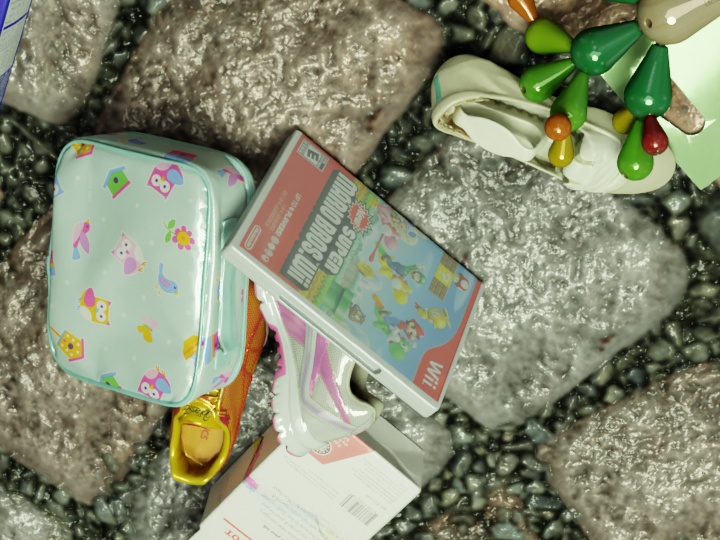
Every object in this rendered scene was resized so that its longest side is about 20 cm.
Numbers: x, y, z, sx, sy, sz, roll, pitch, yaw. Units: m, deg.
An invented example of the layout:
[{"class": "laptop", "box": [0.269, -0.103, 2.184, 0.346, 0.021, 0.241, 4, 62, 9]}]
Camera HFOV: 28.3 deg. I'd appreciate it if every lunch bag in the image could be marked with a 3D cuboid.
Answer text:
[{"class": "lunch bag", "box": [-0.157, 0.001, 1.096, 0.159, 0.077, 0.202, 12, 106, 23]}]

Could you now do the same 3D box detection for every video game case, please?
[{"class": "video game case", "box": [0.000, 0.000, 1.084, 0.200, 0.143, 0.017, 39, 134, -13]}]

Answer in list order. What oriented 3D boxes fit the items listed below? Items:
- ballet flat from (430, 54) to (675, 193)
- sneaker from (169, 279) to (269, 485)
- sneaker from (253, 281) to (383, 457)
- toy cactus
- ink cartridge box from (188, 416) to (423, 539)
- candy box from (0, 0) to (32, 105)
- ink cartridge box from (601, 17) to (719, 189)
[{"class": "ballet flat", "box": [0.142, -0.095, 1.067, 0.199, 0.070, 0.070, 22, 115, -5]}, {"class": "sneaker", "box": [-0.117, 0.086, 1.168, 0.072, 0.077, 0.201, 8, 114, 3]}, {"class": "sneaker", "box": [-0.025, 0.040, 1.111, 0.088, 0.081, 0.202, -8, 91, 17]}, {"class": "toy cactus", "box": [0.179, -0.167, 0.995, 0.164, 0.102, 0.201, -25, 87, 21]}, {"class": "ink cartridge box", "box": [-0.054, 0.198, 1.219, 0.116, 0.068, 0.200, 40, 110, -13]}, {"class": "candy box", "box": [-0.334, -0.205, 1.049, 0.168, 0.077, 0.201, 21, 114, -5]}, {"class": "ink cartridge box", "box": [0.288, -0.161, 1.036, 0.200, 0.048, 0.146, -40, 106, 18]}]
